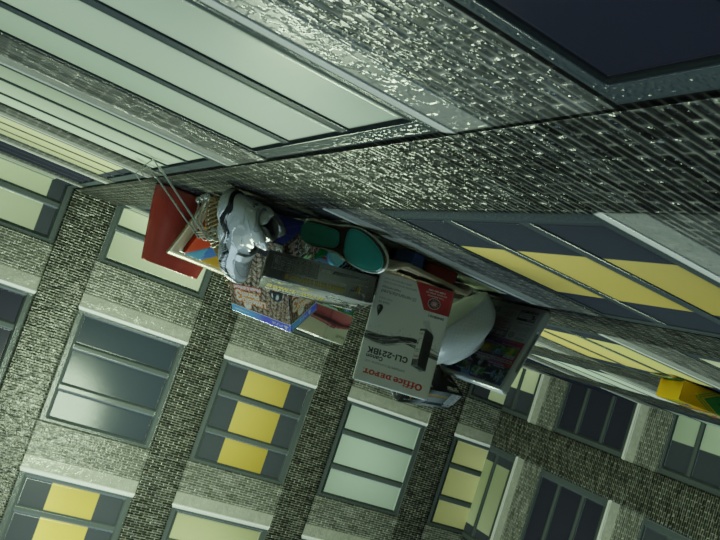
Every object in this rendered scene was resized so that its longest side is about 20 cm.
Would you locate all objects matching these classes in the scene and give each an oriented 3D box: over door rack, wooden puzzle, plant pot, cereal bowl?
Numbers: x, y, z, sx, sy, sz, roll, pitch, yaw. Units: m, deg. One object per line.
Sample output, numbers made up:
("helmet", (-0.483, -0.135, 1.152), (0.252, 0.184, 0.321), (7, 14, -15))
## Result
("over door rack", (-0.344, -0.142, 1.591), (0.200, 0.067, 0.147), (46, 168, -14))
("wooden puzzle", (0.088, -0.008, 1.526), (0.197, 0.047, 0.184), (18, 178, -37))
("plant pot", (-0.426, -0.087, 1.939), (0.196, 0.181, 0.200), (20, 175, 2))
("wooden puzzle", (-0.310, -0.066, 1.833), (0.183, 0.200, 0.038), (23, -144, -37))
("cereal bowl", (0.187, 0.128, 1.626), (0.084, 0.198, 0.200), (60, 170, -4))

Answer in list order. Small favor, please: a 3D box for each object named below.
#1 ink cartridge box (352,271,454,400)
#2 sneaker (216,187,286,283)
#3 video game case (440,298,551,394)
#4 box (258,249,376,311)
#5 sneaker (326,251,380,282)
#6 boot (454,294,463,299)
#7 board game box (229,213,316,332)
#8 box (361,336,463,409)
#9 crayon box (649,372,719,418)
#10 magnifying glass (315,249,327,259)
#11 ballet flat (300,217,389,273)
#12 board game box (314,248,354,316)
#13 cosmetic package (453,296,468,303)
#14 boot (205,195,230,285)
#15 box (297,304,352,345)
("ink cartridge box", (0.078, 0.120, 1.490), (0.141, 0.205, 0.084), (15, 178, 3))
("sneaker", (-0.202, -0.048, 1.512), (0.113, 0.203, 0.075), (20, -141, 23))
("video game case", (0.268, 0.146, 1.636), (0.023, 0.184, 0.199), (40, 166, -27))
("box", (-0.081, 0.021, 1.468), (0.195, 0.049, 0.158), (14, 171, -9))
("sneaker", (0.000, 0.000, 1.633), (0.199, 0.079, 0.090), (36, -179, 35))
("boot", (0.121, 0.068, 1.666), (0.197, 0.133, 0.067), (15, 173, 41))
("board game box", (-0.180, -0.004, 1.643), (0.157, 0.204, 0.097), (17, -144, 28))
("box", (0.108, 0.199, 1.666), (0.198, 0.048, 0.160), (21, -149, -50))
("crayon box", (0.796, 0.302, 1.942), (0.196, 0.052, 0.127), (21, 175, -2))
("magnifying glass", (-0.087, -0.044, 1.716), (0.195, 0.082, 0.022), (9, 172, 1))
("ballet flat", (-0.017, -0.050, 1.427), (0.197, 0.071, 0.069), (21, 177, 34))
("board game box", (-0.087, 0.001, 1.757), (0.196, 0.137, 0.029), (19, 177, 3))
("cosmetic package", (0.182, 0.080, 1.827), (0.196, 0.087, 0.108), (19, 178, -1))
("boot", (-0.244, -0.079, 1.762), (0.071, 0.205, 0.165), (1, -161, 43))
("box", (-0.071, 0.052, 1.854), (0.107, 0.204, 0.128), (18, 175, 23))
